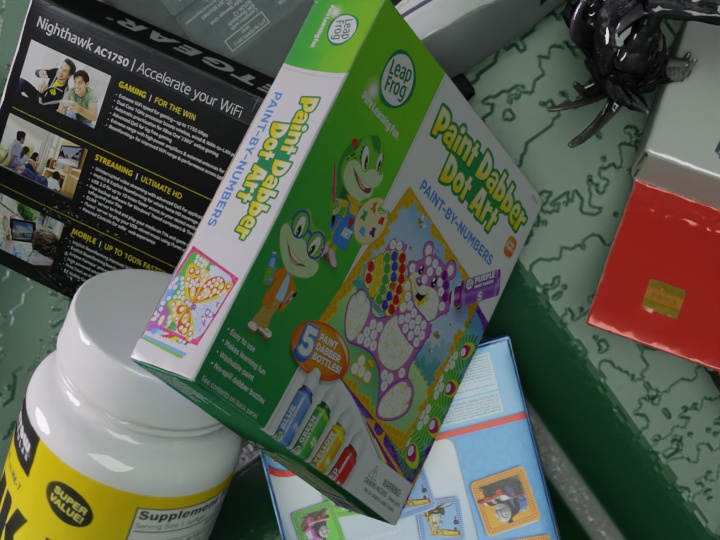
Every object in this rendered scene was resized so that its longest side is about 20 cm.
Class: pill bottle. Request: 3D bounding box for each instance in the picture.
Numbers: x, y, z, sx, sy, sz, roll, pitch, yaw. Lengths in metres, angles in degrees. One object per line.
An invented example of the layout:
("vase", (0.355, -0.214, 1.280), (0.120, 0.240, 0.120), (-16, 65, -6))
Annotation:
("pill bottle", (-0.126, 0.107, 0.818), (0.114, 0.114, 0.201), (24, 118, 4))

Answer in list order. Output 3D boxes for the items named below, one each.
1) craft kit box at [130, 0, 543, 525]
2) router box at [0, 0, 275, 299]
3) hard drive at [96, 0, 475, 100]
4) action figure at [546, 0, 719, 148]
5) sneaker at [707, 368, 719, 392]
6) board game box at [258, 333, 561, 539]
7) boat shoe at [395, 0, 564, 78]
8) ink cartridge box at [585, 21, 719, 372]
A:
("craft kit box", (0.000, 0.000, 0.777), (0.048, 0.200, 0.198), (13, 72, 35))
("router box", (-0.102, -0.043, 0.851), (0.199, 0.051, 0.150), (25, 108, 11))
("hard drive", (-0.050, -0.135, 0.879), (0.139, 0.033, 0.200), (-37, 88, 5))
("action figure", (0.164, -0.148, 0.778), (0.101, 0.119, 0.201), (11, 124, -14))
("sneaker", (0.251, 0.115, 0.838), (0.077, 0.082, 0.200), (-26, 62, -33))
("board game box", (0.035, 0.151, 0.877), (0.150, 0.037, 0.201), (-14, 89, 5))
("boat shoe", (0.072, -0.166, 0.836), (0.200, 0.072, 0.066), (-36, 74, -9))
("ink cartridge box", (0.238, -0.024, 0.823), (0.199, 0.045, 0.177), (19, 72, 4))
